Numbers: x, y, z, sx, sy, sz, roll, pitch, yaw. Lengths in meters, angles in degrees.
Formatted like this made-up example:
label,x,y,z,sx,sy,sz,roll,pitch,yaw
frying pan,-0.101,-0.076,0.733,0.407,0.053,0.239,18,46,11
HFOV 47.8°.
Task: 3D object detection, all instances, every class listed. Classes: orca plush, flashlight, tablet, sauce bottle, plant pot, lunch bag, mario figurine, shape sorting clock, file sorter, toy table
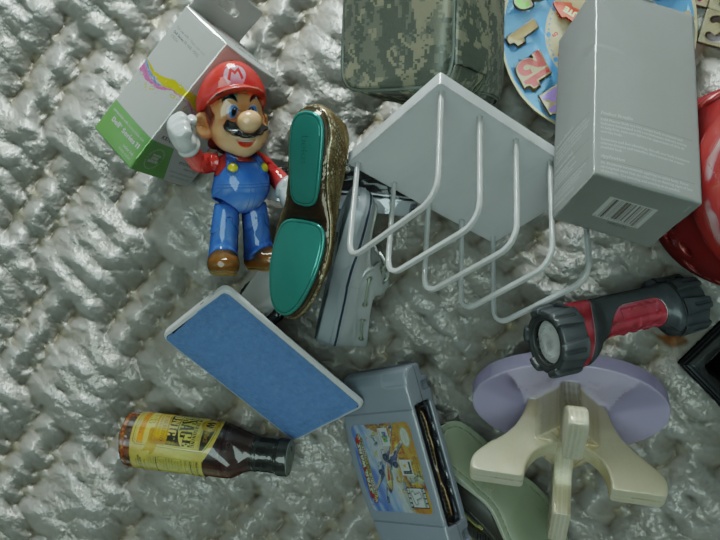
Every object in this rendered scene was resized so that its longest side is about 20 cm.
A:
label,x,y,z,sx,sy,sz,roll,pitch,yaw
orca plush,-0.092,0.048,0.891,0.070,0.106,0.201,26,111,-31
flashlight,0.255,0.052,0.785,0.196,0.068,0.069,-8,102,-23
tablet,-0.103,0.103,0.864,0.199,0.014,0.129,42,131,-19
sauce bottle,-0.174,0.201,0.923,0.195,0.066,0.068,4,96,7
plant pot,0.377,-0.074,0.744,0.195,0.182,0.206,1,98,9
lunch bag,0.076,-0.253,0.785,0.137,0.166,0.205,4,95,37
mario figurine,-0.114,-0.099,0.784,0.104,0.123,0.205,-2,97,23
shape sorting clock,0.239,-0.242,0.820,0.195,0.039,0.205,1,96,10
file sorter,0.101,-0.051,0.750,0.197,0.127,0.138,24,144,-29
toy table,0.206,0.165,0.800,0.195,0.118,0.186,-4,129,17

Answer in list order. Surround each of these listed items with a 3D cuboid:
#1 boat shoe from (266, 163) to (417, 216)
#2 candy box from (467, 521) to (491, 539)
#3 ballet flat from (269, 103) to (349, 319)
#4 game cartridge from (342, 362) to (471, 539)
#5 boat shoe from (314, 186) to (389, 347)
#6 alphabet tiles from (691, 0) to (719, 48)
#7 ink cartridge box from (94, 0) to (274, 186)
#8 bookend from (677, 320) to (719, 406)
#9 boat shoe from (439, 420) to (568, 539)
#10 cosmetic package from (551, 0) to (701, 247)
label,x,y,z,sx,sy,sz,roll,pitch,yaw
boat shoe,-0.034,-0.103,0.862,0.194,0.074,0.070,8,101,9
candy box,0.175,0.379,0.883,0.197,0.055,0.117,28,101,7
ballet flat,-0.042,-0.054,0.779,0.069,0.065,0.205,18,105,28
game cartridge,0.042,0.204,0.860,0.132,0.041,0.205,-18,87,49
boat shoe,0.000,0.000,0.848,0.065,0.075,0.202,10,134,-6
alphabet tiles,0.412,-0.314,0.801,0.163,0.006,0.204,17,98,7
ink cartridge box,-0.168,-0.193,0.851,0.067,0.117,0.201,44,101,16
bookend,0.417,0.145,0.747,0.199,0.200,0.092,45,100,2
boat shoe,0.144,0.246,0.876,0.202,0.061,0.072,48,61,-2
cosmetic package,0.235,-0.139,0.724,0.104,0.090,0.204,14,63,-8
